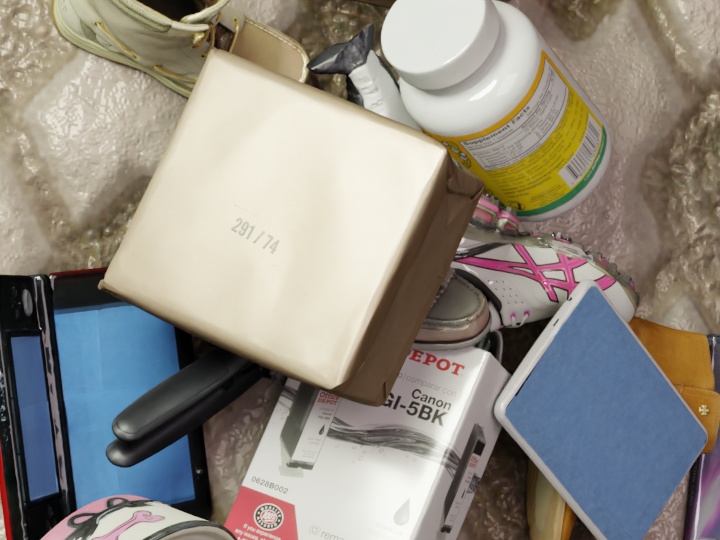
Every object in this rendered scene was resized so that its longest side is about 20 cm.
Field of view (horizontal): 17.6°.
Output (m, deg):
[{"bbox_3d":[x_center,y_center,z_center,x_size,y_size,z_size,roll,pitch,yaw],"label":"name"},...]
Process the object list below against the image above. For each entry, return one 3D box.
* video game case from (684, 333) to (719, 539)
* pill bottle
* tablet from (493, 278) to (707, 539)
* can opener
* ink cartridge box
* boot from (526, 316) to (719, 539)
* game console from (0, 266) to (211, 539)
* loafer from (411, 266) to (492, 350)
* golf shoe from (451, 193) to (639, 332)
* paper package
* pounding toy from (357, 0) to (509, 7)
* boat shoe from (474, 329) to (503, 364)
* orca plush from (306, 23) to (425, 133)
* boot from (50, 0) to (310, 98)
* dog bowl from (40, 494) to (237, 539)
[{"bbox_3d":[0.333,0.161,1.884,0.142,0.019,0.201,9,84,-20],"label":"video game case"},{"bbox_3d":[0.098,-0.129,1.718,0.200,0.113,0.113,44,69,-49],"label":"pill bottle"},{"bbox_3d":[0.183,0.114,1.741,0.130,0.014,0.200,-53,127,-18],"label":"tablet"},{"bbox_3d":[-0.112,0.081,1.678,0.078,0.064,0.200,27,47,24],"label":"can opener"},{"bbox_3d":[0.006,0.138,1.687,0.146,0.083,0.201,17,76,24],"label":"ink cartridge box"},{"bbox_3d":[0.209,0.135,1.810,0.144,0.071,0.202,12,78,-20],"label":"boot"},{"bbox_3d":[-0.184,0.097,1.640,0.118,0.172,0.201,-8,88,5],"label":"game console"},{"bbox_3d":[0.000,0.000,1.671,0.072,0.199,0.063,-51,148,-37],"label":"loafer"},{"bbox_3d":[0.120,0.009,1.757,0.199,0.073,0.092,24,80,-24],"label":"golf shoe"},{"bbox_3d":[-0.046,-0.028,1.612,0.199,0.103,0.191,24,88,22],"label":"paper package"},{"bbox_3d":[0.021,-0.276,1.728,0.199,0.142,0.185,9,83,-20],"label":"pounding toy"},{"bbox_3d":[0.056,0.129,1.753,0.073,0.067,0.201,16,81,-19],"label":"boat shoe"},{"bbox_3d":[0.004,-0.086,1.742,0.200,0.071,0.105,54,48,-40],"label":"orca plush"},{"bbox_3d":[-0.111,-0.176,1.661,0.199,0.155,0.072,18,77,-17],"label":"boot"},{"bbox_3d":[-0.173,0.243,1.604,0.200,0.074,0.201,-35,142,-32],"label":"dog bowl"}]
